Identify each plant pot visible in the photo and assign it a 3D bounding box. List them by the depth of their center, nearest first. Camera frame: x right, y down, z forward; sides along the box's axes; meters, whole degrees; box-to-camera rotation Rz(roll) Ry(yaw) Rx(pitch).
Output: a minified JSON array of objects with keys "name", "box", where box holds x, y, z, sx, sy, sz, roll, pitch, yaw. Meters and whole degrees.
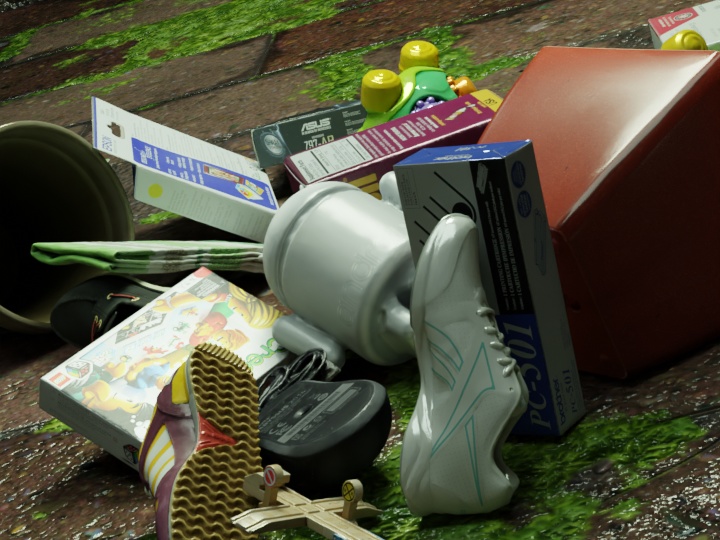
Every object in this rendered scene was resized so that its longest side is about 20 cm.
[{"name":"plant pot","box":[0.182,-0.032,1.408,0.176,0.201,0.199,-42,29,-26]},{"name":"plant pot","box":[-0.347,-0.027,1.839,0.199,0.201,0.173,-34,10,-38]}]

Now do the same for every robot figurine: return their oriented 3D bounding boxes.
[{"name":"robot figurine","box":[0.000,0.000,1.511,0.199,0.113,0.170,30,77,38]}]

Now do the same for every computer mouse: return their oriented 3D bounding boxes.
[{"name":"computer mouse","box":[-0.034,0.118,1.373,0.138,0.053,0.200,-37,17,-21]}]

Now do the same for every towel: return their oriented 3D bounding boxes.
[{"name":"towel","box":[-0.185,-0.010,1.755,0.199,0.031,0.148,-2,3,-40]}]

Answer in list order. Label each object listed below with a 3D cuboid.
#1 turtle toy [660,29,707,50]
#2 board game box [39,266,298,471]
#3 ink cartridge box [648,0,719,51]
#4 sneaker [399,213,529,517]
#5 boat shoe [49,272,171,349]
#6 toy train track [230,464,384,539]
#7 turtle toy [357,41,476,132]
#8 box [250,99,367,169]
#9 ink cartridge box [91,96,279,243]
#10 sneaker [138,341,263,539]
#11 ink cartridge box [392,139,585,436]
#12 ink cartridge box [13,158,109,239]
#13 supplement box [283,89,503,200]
[{"name":"turtle toy","box":[0.274,-0.146,1.728,0.199,0.102,0.146,-29,-3,-28]},{"name":"board game box","box":[-0.143,0.079,1.509,0.126,0.035,0.200,28,42,24]},{"name":"ink cartridge box","box":[0.396,-0.221,1.856,0.198,0.084,0.145,-15,20,5]},{"name":"sneaker","box":[0.075,0.063,1.255,0.079,0.203,0.070,0,-4,23]},{"name":"boat shoe","box":[-0.207,0.048,1.658,0.200,0.074,0.063,7,22,40]},{"name":"toy train track","box":[-0.005,0.159,1.210,0.114,0.033,0.199,-2,17,-42]},{"name":"turtle toy","box":[0.052,-0.119,1.803,0.100,0.147,0.200,18,35,23]},{"name":"box","box":[-0.003,-0.159,2.030,0.198,0.044,0.160,-12,7,14]},{"name":"ink cartridge box","box":[-0.185,-0.101,1.919,0.198,0.047,0.198,18,16,-14]},{"name":"sneaker","box":[-0.116,0.150,1.319,0.090,0.074,0.201,-49,26,38]},{"name":"ink cartridge box","box":[0.091,0.014,1.316,0.093,0.202,0.044,-2,19,37]},{"name":"ink cartridge box","box":[-0.329,-0.053,2.044,0.103,0.060,0.200,-13,20,9]},{"name":"supplement box","box":[0.050,-0.061,1.651,0.198,0.132,0.103,-20,20,-7]}]
